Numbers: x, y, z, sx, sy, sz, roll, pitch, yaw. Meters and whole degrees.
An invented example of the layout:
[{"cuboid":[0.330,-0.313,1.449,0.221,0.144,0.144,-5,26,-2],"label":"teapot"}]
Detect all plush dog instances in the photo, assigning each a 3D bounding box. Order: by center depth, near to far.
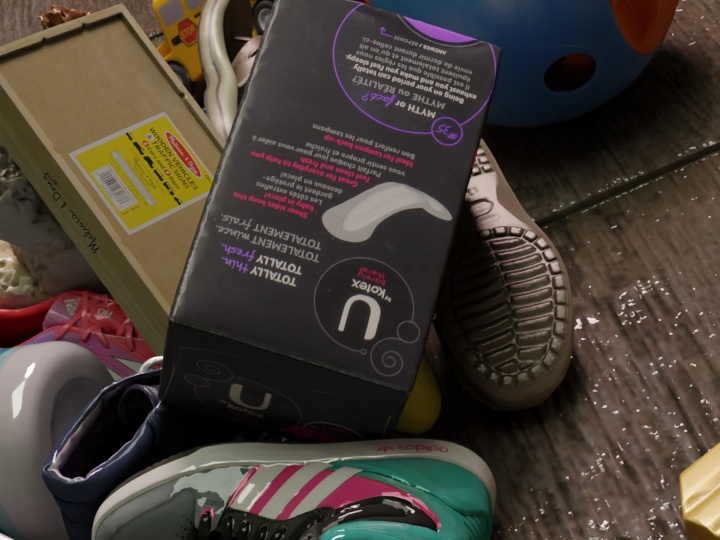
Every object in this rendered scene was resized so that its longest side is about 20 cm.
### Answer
[{"cuboid":[-0.167,-0.065,1.191,0.160,0.200,0.172,8,57,-6],"label":"plush dog"}]

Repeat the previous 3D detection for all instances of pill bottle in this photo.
[{"cuboid":[-0.235,0.105,1.066,0.199,0.111,0.111,-10,34,24],"label":"pill bottle"}]

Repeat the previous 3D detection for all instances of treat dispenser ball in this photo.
[{"cuboid":[0.099,-0.190,1.193,0.200,0.201,0.201,-18,31,11],"label":"treat dispenser ball"}]

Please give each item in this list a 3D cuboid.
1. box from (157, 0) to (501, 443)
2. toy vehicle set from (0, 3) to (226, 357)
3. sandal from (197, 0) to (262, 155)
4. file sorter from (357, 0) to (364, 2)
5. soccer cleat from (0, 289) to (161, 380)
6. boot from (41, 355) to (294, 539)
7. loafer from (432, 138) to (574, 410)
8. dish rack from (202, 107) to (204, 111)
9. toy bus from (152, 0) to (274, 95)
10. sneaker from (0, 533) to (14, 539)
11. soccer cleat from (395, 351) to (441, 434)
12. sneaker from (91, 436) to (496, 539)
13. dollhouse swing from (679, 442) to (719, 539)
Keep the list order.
[{"cuboid":[-0.015,-0.023,0.965,0.122,0.106,0.201,17,62,-1],"label":"box"},{"cuboid":[-0.123,-0.052,1.088,0.027,0.200,0.124,-41,-7,39],"label":"toy vehicle set"},{"cuboid":[-0.070,-0.109,1.226,0.057,0.080,0.201,-7,40,0],"label":"sandal"},{"cuboid":[-0.013,-0.289,1.429,0.138,0.200,0.126,-15,29,15],"label":"file sorter"},{"cuboid":[-0.143,0.042,1.132,0.199,0.073,0.068,-8,33,24],"label":"soccer cleat"},{"cuboid":[-0.082,0.074,1.013,0.073,0.091,0.200,20,53,31],"label":"boot"},{"cuboid":[0.070,0.004,1.053,0.075,0.068,0.200,-16,47,0],"label":"loafer"},{"cuboid":[-0.063,-0.084,1.293,0.200,0.055,0.153,-38,32,-18],"label":"dish rack"},{"cuboid":[-0.082,-0.190,1.377,0.200,0.079,0.065,-27,-1,41],"label":"toy bus"},{"cuboid":[-0.212,0.180,0.949,0.199,0.073,0.112,11,45,29],"label":"sneaker"},{"cuboid":[-0.001,0.000,1.044,0.084,0.065,0.201,-50,45,28],"label":"soccer cleat"},{"cuboid":[-0.037,0.142,0.892,0.199,0.084,0.121,-9,26,10],"label":"sneaker"},{"cuboid":[0.240,0.028,0.809,0.175,0.182,0.200,-18,25,-31],"label":"dollhouse swing"}]
